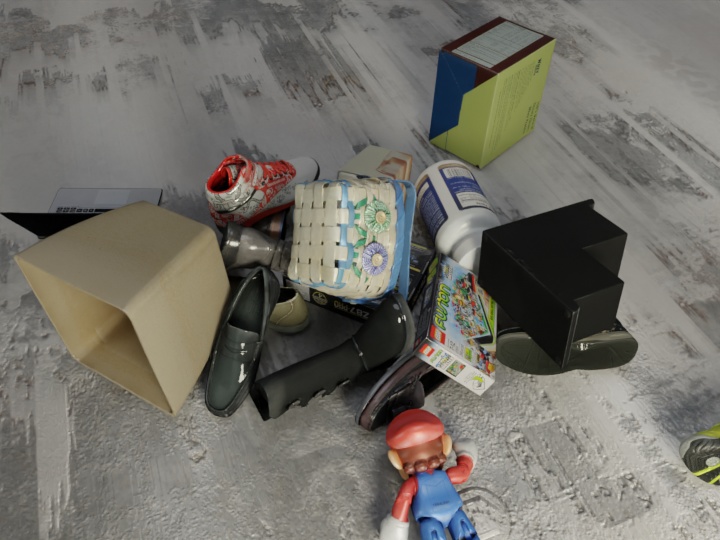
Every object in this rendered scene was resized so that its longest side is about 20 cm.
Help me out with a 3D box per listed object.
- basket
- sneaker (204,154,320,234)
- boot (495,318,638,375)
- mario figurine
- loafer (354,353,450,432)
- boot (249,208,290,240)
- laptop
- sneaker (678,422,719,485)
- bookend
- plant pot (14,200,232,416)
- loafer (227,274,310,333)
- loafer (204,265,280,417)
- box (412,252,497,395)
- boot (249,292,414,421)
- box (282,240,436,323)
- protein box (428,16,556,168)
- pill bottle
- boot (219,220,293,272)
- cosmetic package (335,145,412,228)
[{"bbox_3d":[0.005,-0.037,0.872,0.137,0.181,0.198,4,2,37],"label":"basket"},{"bbox_3d":[-0.151,-0.145,1.033,0.200,0.109,0.067,-34,59,-16],"label":"sneaker"},{"bbox_3d":[0.280,0.070,0.957,0.198,0.075,0.155,-1,40,-3],"label":"boot"},{"bbox_3d":[0.084,0.261,0.767,0.122,0.106,0.203,17,44,-40],"label":"mario figurine"},{"bbox_3d":[0.075,0.147,0.868,0.063,0.073,0.199,35,50,23],"label":"loafer"},{"bbox_3d":[-0.167,-0.120,1.120,0.095,0.076,0.203,5,46,-1],"label":"boot"},{"bbox_3d":[-0.439,-0.112,1.068,0.183,0.117,0.203,0,45,-3],"label":"laptop"},{"bbox_3d":[0.477,0.213,0.826,0.195,0.077,0.077,1,36,-17],"label":"sneaker"},{"bbox_3d":[0.296,0.007,0.903,0.196,0.094,0.199,-17,38,-19],"label":"bookend"},{"bbox_3d":[-0.278,0.028,0.856,0.197,0.202,0.178,21,50,24],"label":"plant pot"},{"bbox_3d":[-0.167,0.033,0.968,0.195,0.071,0.076,10,45,8],"label":"loafer"},{"bbox_3d":[-0.160,0.090,0.869,0.067,0.071,0.204,15,74,8],"label":"loafer"},{"bbox_3d":[0.136,0.067,0.912,0.109,0.035,0.201,32,35,-10],"label":"box"},{"bbox_3d":[-0.039,0.112,0.829,0.196,0.166,0.066,-17,60,-22],"label":"boot"},{"bbox_3d":[0.000,0.000,1.025,0.196,0.050,0.162,18,49,16],"label":"box"},{"bbox_3d":[0.251,-0.347,1.278,0.134,0.201,0.199,34,52,28],"label":"protein box"},{"bbox_3d":[0.162,-0.077,1.065,0.108,0.112,0.202,-8,45,-10],"label":"pill bottle"},{"bbox_3d":[-0.141,-0.019,0.964,0.129,0.200,0.071,13,87,-14],"label":"boot"},{"bbox_3d":[0.022,-0.129,1.072,0.085,0.105,0.200,14,25,10],"label":"cosmetic package"}]
